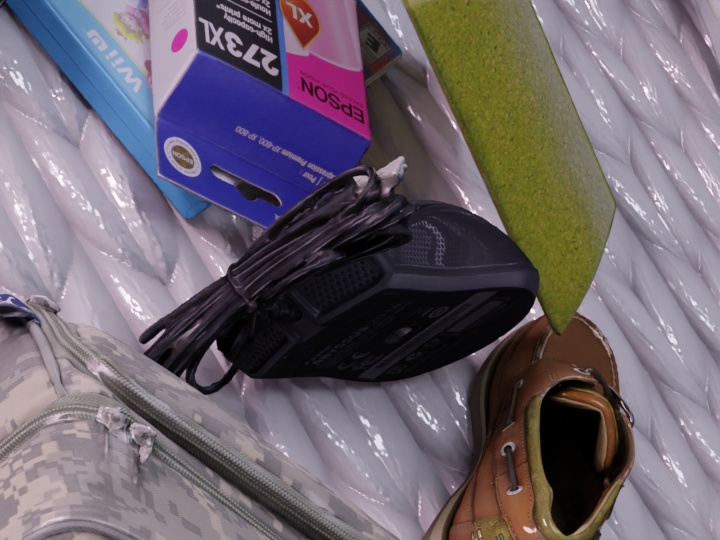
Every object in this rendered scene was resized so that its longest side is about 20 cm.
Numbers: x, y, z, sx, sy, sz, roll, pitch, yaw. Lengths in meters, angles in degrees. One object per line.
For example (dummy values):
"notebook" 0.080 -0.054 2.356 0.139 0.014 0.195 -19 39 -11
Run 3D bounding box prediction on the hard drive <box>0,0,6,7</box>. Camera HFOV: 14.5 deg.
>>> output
"hard drive" -0.197 -0.193 1.107 0.200 0.038 0.140 38 35 -8

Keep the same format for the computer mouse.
"computer mouse" 0.000 0.000 1.107 0.200 0.138 0.053 8 51 -59

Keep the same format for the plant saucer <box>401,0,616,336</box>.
"plant saucer" 0.050 -0.105 1.208 0.200 0.048 0.200 -109 174 -50

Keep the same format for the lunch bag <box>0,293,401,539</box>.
"lunch bag" -0.066 0.112 0.908 0.200 0.139 0.168 37 19 -22

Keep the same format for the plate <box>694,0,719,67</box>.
"plate" 0.228 -0.218 1.511 0.032 0.200 0.200 6 54 -40

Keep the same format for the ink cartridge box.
"ink cartridge box" -0.045 -0.103 1.191 0.095 0.037 0.200 26 43 -33

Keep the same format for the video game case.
"video game case" -0.069 -0.114 1.217 0.143 0.018 0.200 51 33 -2

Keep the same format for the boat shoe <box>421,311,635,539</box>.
"boat shoe" 0.086 0.074 1.176 0.072 0.068 0.200 40 34 -13
